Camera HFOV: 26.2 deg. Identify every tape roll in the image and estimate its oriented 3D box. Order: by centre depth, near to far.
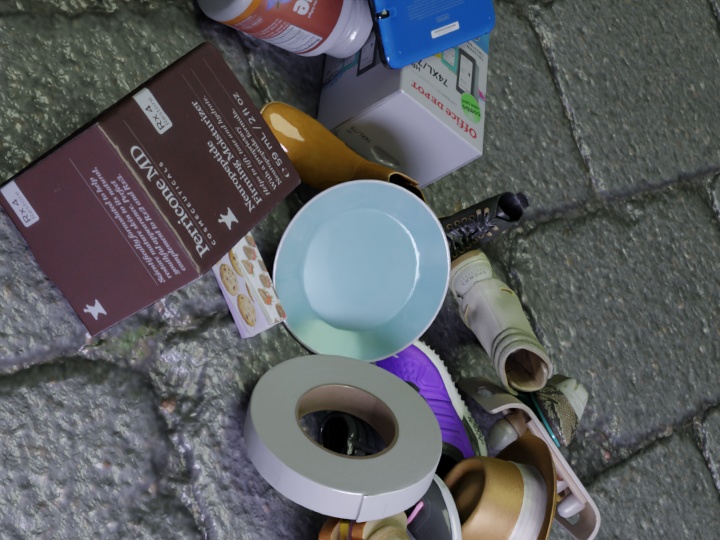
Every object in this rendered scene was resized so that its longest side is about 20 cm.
[{"bbox_3d":[-0.017,0.162,1.537,0.200,0.037,0.204,11,35,-8],"label":"tape roll"}]

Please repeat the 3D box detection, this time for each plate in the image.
[{"bbox_3d":[0.000,0.000,1.659,0.200,0.200,0.026,48,-1,-21],"label":"plate"}]

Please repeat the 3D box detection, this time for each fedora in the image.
[{"bbox_3d":[0.127,0.258,1.633,0.081,0.201,0.203,22,52,-20],"label":"fedora"}]

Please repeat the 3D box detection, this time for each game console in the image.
[{"bbox_3d":[0.042,-0.333,1.770,0.199,0.117,0.173,-27,110,-41],"label":"game console"}]

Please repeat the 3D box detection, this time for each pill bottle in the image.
[{"bbox_3d":[-0.081,-0.310,1.756,0.199,0.112,0.114,15,59,-44],"label":"pill bottle"}]

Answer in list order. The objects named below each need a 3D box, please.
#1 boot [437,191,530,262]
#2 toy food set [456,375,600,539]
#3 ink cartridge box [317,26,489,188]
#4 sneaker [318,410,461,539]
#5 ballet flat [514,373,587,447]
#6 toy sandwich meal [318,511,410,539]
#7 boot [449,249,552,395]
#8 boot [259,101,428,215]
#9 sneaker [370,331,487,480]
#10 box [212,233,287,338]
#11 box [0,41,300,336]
[{"bbox_3d":[0.101,-0.035,1.801,0.078,0.137,0.200,58,39,-9],"label":"boot"},{"bbox_3d":[0.190,0.218,1.793,0.201,0.060,0.143,56,-5,-14],"label":"toy food set"},{"bbox_3d":[0.052,-0.220,1.839,0.146,0.145,0.202,33,47,-34],"label":"ink cartridge box"},{"bbox_3d":[0.023,0.220,1.599,0.098,0.071,0.201,-1,49,-46],"label":"sneaker"},{"bbox_3d":[0.225,0.151,1.813,0.068,0.075,0.200,60,-6,-10],"label":"ballet flat"},{"bbox_3d":[-0.002,0.330,1.515,0.205,0.069,0.208,-32,126,-57],"label":"toy sandwich meal"},{"bbox_3d":[0.173,0.082,1.808,0.156,0.072,0.200,61,4,34],"label":"boot"},{"bbox_3d":[-0.012,-0.115,1.699,0.201,0.143,0.071,41,74,-32],"label":"boot"},{"bbox_3d":[0.065,0.163,1.703,0.201,0.069,0.100,55,40,-13],"label":"sneaker"},{"bbox_3d":[-0.137,-0.031,1.592,0.039,0.041,0.202,-21,87,-53],"label":"box"},{"bbox_3d":[-0.195,-0.078,1.445,0.167,0.163,0.200,56,38,-11],"label":"box"}]
